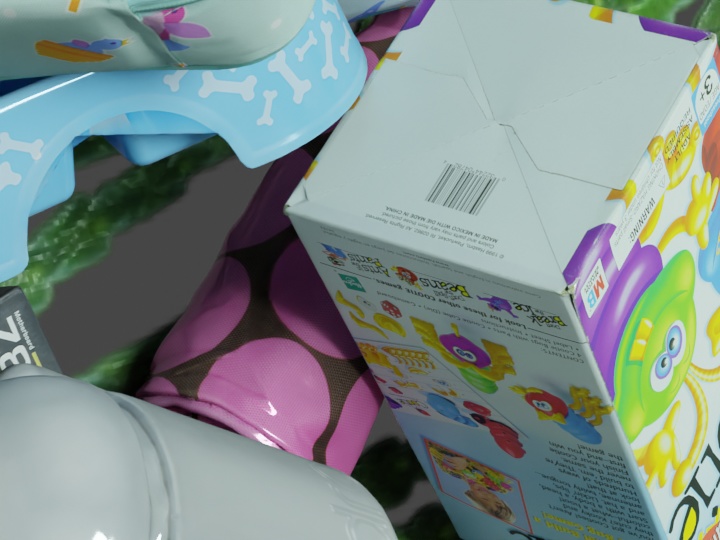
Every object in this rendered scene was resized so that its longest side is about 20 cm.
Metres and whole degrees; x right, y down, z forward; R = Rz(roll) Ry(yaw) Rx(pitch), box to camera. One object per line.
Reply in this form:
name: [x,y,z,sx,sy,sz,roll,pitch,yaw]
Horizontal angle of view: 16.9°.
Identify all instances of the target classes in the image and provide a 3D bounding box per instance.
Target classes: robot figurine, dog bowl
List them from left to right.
dog bowl: [-0.095,-0.057,0.744,0.199,0.111,0.050,-24,124,-19]
robot figurine: [-0.065,0.098,0.715,0.199,0.113,0.170,22,28,-40]

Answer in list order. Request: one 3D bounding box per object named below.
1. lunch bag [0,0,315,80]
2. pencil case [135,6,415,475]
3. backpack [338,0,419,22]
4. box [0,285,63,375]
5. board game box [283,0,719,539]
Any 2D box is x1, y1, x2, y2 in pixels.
lunch bag: [-0.109,-0.137,0.678,0.077,0.199,0.161,49,42,-74]
pencil case: [0.000,0.000,0.870,0.200,0.090,0.094,-56,155,-28]
backpack: [0.006,-0.188,0.841,0.199,0.147,0.184,-18,76,-32]
box: [-0.133,0.128,0.759,0.161,0.049,0.201,-34,107,-36]
board game box: [0.071,0.013,0.807,0.103,0.104,0.200,-57,146,-24]
